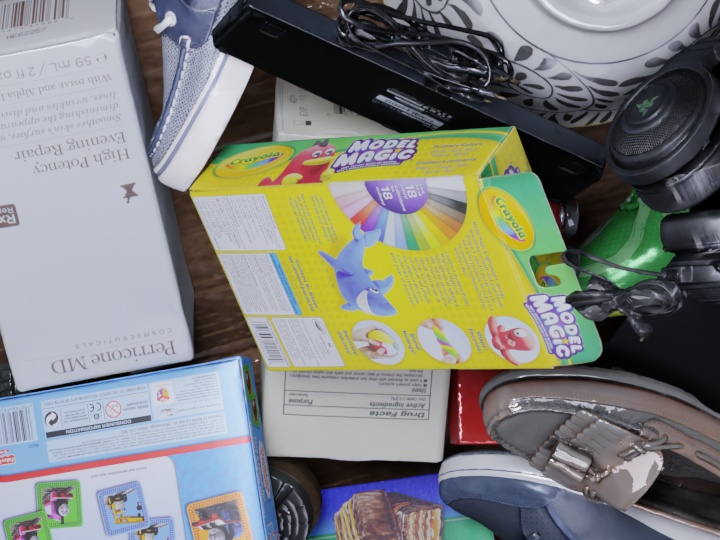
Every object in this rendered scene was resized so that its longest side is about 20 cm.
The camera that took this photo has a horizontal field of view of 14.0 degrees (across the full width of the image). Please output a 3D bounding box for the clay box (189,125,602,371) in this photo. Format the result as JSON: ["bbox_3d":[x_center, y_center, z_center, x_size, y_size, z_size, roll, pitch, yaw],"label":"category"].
[{"bbox_3d":[0.024,-0.009,1.440,0.199,0.048,0.115,-2,125,33],"label":"clay box"}]

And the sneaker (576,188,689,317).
[{"bbox_3d":[0.176,-0.053,1.547,0.200,0.074,0.084,-39,115,7],"label":"sneaker"}]

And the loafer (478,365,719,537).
[{"bbox_3d":[0.156,0.101,1.528,0.199,0.063,0.072,15,144,-21],"label":"loafer"}]

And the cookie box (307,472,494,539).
[{"bbox_3d":[-0.017,0.210,1.623,0.199,0.172,0.075,-9,148,1],"label":"cookie box"}]

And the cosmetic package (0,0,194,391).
[{"bbox_3d":[-0.152,-0.042,1.528,0.101,0.074,0.201,-11,120,3],"label":"cosmetic package"}]

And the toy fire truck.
[{"bbox_3d":[0.079,-0.012,1.544,0.049,0.141,0.201,1,82,-7],"label":"toy fire truck"}]

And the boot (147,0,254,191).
[{"bbox_3d":[-0.086,-0.146,1.464,0.090,0.073,0.201,22,97,-9],"label":"boot"}]

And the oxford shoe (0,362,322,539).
[{"bbox_3d":[-0.115,0.102,1.618,0.199,0.084,0.073,25,108,6],"label":"oxford shoe"}]

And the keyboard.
[{"bbox_3d":[0.034,-0.095,1.413,0.199,0.104,0.040,23,72,-14],"label":"keyboard"}]

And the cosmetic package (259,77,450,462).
[{"bbox_3d":[0.000,0.000,1.563,0.105,0.071,0.201,3,121,-4],"label":"cosmetic package"}]

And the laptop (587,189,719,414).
[{"bbox_3d":[0.234,-0.013,1.527,0.177,0.103,0.201,17,85,-16],"label":"laptop"}]

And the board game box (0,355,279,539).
[{"bbox_3d":[-0.117,0.156,1.551,0.151,0.037,0.201,-10,85,9],"label":"board game box"}]

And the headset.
[{"bbox_3d":[0.171,-0.035,1.393,0.200,0.094,0.124,-37,110,-33],"label":"headset"}]

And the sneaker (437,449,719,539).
[{"bbox_3d":[0.119,0.187,1.564,0.202,0.147,0.077,21,160,3],"label":"sneaker"}]

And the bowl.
[{"bbox_3d":[0.109,-0.163,1.422,0.200,0.094,0.202,-1,99,-7],"label":"bowl"}]
